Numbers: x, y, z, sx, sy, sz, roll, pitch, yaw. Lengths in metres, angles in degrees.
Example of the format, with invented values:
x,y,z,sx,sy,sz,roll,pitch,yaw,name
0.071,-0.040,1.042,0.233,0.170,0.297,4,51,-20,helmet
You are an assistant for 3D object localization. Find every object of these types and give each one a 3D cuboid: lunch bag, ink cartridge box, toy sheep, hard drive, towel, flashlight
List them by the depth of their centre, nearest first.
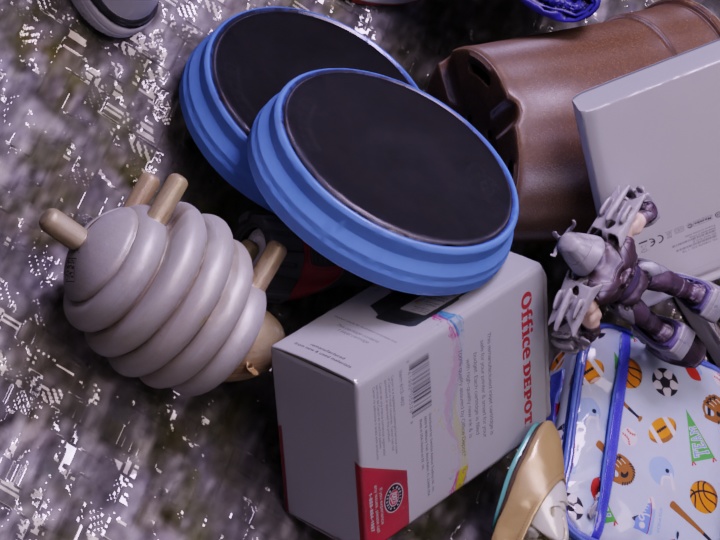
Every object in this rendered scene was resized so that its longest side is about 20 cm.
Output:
x,y,z,sx,sy,sz,roll,pitch,yaw,name
-0.134,0.011,1.619,0.200,0.138,0.138,33,56,-21,toy sheep
0.039,0.084,1.686,0.200,0.083,0.146,-31,129,-38,ink cartridge box
0.235,-0.069,1.755,0.132,0.200,0.027,-21,41,-5,hard drive
0.000,0.000,1.755,0.200,0.068,0.068,8,32,-34,flashlight
0.203,0.148,1.813,0.160,0.076,0.200,24,58,-20,lunch bag
0.117,-0.240,1.860,0.148,0.050,0.200,36,10,-1,towel

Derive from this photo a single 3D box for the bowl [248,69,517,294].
x,y,z,sx,sy,sz,roll,pitch,yaw,name
0.020,-0.067,1.666,0.201,0.039,0.201,20,36,-15,bowl

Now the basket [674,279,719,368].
x,y,z,sx,sy,sz,roll,pitch,yaw,name
0.364,0.030,1.933,0.136,0.123,0.200,-31,89,-37,basket

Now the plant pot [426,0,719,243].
x,y,z,sx,sy,sz,roll,pitch,yaw,name
0.166,-0.105,1.833,0.198,0.200,0.200,-6,73,-26,plant pot

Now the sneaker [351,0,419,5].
x,y,z,sx,sy,sz,roll,pitch,yaw,name
0.000,-0.271,1.834,0.200,0.116,0.078,12,64,-28,sneaker

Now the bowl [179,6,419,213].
x,y,z,sx,sy,sz,roll,pitch,yaw,name
-0.034,-0.115,1.754,0.201,0.039,0.201,18,43,-18,bowl

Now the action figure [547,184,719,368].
x,y,z,sx,sy,sz,roll,pitch,yaw,name
0.194,0.012,1.728,0.200,0.069,0.130,30,96,-45,action figure

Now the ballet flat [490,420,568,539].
x,y,z,sx,sy,sz,roll,pitch,yaw,name
0.115,0.206,1.709,0.063,0.069,0.200,21,77,19,ballet flat

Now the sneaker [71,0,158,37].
x,y,z,sx,sy,sz,roll,pitch,yaw,name
-0.193,-0.273,1.712,0.075,0.115,0.200,-32,89,-38,sneaker
